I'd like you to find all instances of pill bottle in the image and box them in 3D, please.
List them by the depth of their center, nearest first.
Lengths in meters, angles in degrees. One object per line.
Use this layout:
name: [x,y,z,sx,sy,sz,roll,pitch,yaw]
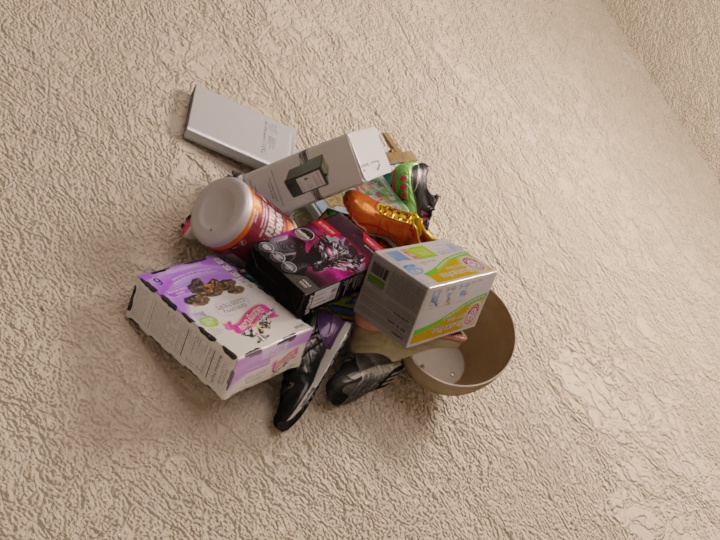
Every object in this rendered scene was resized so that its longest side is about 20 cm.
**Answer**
pill bottle: [-0.160,-0.053,1.604,0.200,0.109,0.111,37,28,-52]

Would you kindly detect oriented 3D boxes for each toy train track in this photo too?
toy train track: [0.050,-0.202,1.970,0.115,0.032,0.199,56,26,10]

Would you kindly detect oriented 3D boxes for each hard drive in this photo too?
hard drive: [-0.207,-0.240,1.837,0.198,0.026,0.133,22,40,-19]

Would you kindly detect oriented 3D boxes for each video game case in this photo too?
video game case: [-0.035,-0.152,1.889,0.180,0.022,0.201,-14,54,-34]

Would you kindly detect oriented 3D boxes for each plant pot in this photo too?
plant pot: [0.144,0.125,1.747,0.197,0.135,0.203,6,60,-10]

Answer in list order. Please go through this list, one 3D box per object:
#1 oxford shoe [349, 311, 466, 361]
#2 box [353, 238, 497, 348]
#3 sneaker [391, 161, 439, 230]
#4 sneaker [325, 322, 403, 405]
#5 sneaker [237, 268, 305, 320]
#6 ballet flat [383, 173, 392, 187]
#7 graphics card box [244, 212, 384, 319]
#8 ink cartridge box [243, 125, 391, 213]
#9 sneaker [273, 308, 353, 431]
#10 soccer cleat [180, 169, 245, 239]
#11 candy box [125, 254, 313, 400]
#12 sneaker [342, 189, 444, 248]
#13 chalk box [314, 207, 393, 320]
oxford shoe: [0.071,0.103,1.635,0.197,0.075,0.071,10,22,-23]
box: [0.101,0.030,1.591,0.112,0.103,0.199,33,26,28]
sneaker: [0.111,-0.105,1.943,0.083,0.203,0.077,-20,31,-23]
sneaker: [-0.021,0.139,1.646,0.116,0.075,0.199,51,24,16]
sneaker: [-0.124,0.068,1.598,0.199,0.077,0.080,36,45,-15]
ballet flat: [0.056,-0.160,2.044,0.200,0.067,0.067,42,13,-11]
graphics card box: [-0.059,-0.011,1.552,0.125,0.051,0.199,41,41,25]
ink cartridge box: [-0.067,-0.159,1.710,0.085,0.198,0.146,69,22,-6]
sneaker: [-0.093,0.139,1.540,0.087,0.076,0.201,31,56,-1]
soccer cleat: [-0.209,-0.092,1.667,0.086,0.070,0.200,42,34,-5]
candy box: [-0.193,0.072,1.459,0.199,0.072,0.167,36,29,23]
sneaker: [0.058,-0.078,1.719,0.199,0.077,0.074,32,38,-20]
chalk box: [0.000,0.000,1.752,0.198,0.124,0.126,12,46,-39]
